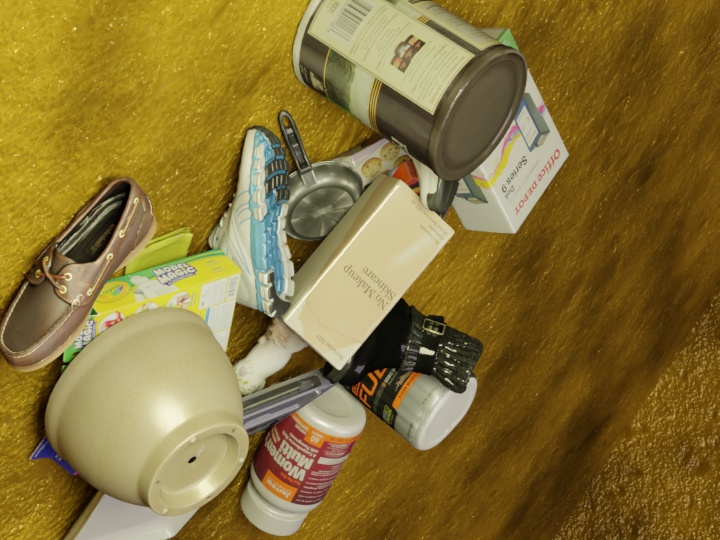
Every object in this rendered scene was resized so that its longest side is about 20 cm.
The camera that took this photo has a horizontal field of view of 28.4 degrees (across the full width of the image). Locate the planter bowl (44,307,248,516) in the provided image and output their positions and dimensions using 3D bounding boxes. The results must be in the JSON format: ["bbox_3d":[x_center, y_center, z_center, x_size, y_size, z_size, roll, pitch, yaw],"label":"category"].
[{"bbox_3d":[-0.195,0.157,1.418,0.199,0.135,0.202,-29,143,-25],"label":"planter bowl"}]

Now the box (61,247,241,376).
[{"bbox_3d":[-0.221,0.057,1.449,0.199,0.048,0.118,-19,137,-39],"label":"box"}]

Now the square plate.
[{"bbox_3d":[-0.251,0.268,1.636,0.197,0.029,0.200,-10,147,-47],"label":"square plate"}]

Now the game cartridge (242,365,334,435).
[{"bbox_3d":[-0.132,0.173,1.690,0.199,0.039,0.130,-19,164,-37],"label":"game cartridge"}]

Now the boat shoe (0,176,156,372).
[{"bbox_3d":[-0.266,-0.001,1.303,0.201,0.070,0.070,-56,163,-18],"label":"boat shoe"}]

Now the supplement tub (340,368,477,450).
[{"bbox_3d":[0.043,0.126,1.834,0.122,0.199,0.123,-40,153,-25],"label":"supplement tub"}]

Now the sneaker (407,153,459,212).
[{"bbox_3d":[0.049,-0.155,1.556,0.076,0.114,0.203,51,38,-64],"label":"sneaker"}]

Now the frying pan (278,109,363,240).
[{"bbox_3d":[-0.042,-0.101,1.570,0.114,0.031,0.191,-9,139,-20],"label":"frying pan"}]

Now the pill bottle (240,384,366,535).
[{"bbox_3d":[-0.079,0.245,1.868,0.109,0.109,0.201,-14,138,-54],"label":"pill bottle"}]

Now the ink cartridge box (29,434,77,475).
[{"bbox_3d":[-0.262,0.172,1.537,0.095,0.037,0.199,-52,156,16],"label":"ink cartridge box"}]

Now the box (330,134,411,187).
[{"bbox_3d":[0.047,-0.151,1.684,0.199,0.038,0.042,-31,108,-39],"label":"box"}]

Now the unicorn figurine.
[{"bbox_3d":[-0.101,0.087,1.688,0.201,0.073,0.137,-61,158,5],"label":"unicorn figurine"}]

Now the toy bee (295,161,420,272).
[{"bbox_3d":[0.026,-0.038,1.694,0.108,0.132,0.199,30,138,-34],"label":"toy bee"}]

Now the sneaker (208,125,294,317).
[{"bbox_3d":[-0.122,-0.052,1.493,0.075,0.086,0.203,-27,121,-61],"label":"sneaker"}]

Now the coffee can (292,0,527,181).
[{"bbox_3d":[0.050,-0.205,1.452,0.146,0.199,0.147,-39,151,-27],"label":"coffee can"}]

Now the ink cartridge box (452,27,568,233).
[{"bbox_3d":[0.150,-0.166,1.696,0.146,0.087,0.201,-51,130,-28],"label":"ink cartridge box"}]

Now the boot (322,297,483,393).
[{"bbox_3d":[0.057,0.102,1.676,0.080,0.157,0.211,-57,177,33],"label":"boot"}]

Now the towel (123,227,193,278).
[{"bbox_3d":[-0.225,0.051,1.495,0.086,0.018,0.202,-27,143,-46],"label":"towel"}]

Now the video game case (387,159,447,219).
[{"bbox_3d":[0.050,-0.069,1.826,0.183,0.023,0.199,-59,154,8],"label":"video game case"}]

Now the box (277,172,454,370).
[{"bbox_3d":[0.000,0.000,1.568,0.201,0.095,0.078,-51,-161,-4],"label":"box"}]
